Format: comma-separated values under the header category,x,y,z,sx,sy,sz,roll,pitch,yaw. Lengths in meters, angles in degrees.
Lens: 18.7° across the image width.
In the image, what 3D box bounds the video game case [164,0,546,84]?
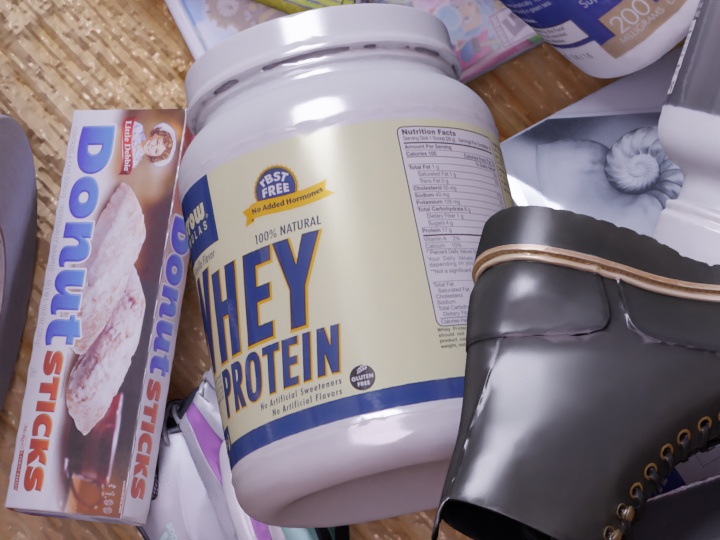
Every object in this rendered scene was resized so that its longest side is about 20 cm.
category,x,y,z,sx,sy,sz,roll,pitch,yaw
video game case,-0.014,-0.170,1.072,0.182,0.022,0.200,-27,90,8

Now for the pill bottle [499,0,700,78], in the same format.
category,x,y,z,sx,sy,sz,roll,pitch,yaw
pill bottle,0.071,-0.185,0.971,0.200,0.111,0.111,37,98,-22

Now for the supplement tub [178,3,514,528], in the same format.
category,x,y,z,sx,sy,sz,roll,pitch,yaw
supplement tub,0.000,0.000,0.954,0.145,0.145,0.200,-14,74,8

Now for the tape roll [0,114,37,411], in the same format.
category,x,y,z,sx,sy,sz,roll,pitch,yaw
tape roll,-0.213,0.020,1.019,0.066,0.200,0.201,11,95,8

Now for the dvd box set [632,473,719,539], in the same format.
category,x,y,z,sx,sy,sz,roll,pitch,yaw
dvd box set,0.165,0.131,0.964,0.146,0.200,0.029,-17,65,-11

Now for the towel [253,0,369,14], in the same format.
category,x,y,z,sx,sy,sz,roll,pitch,yaw
towel,-0.066,-0.211,1.046,0.200,0.023,0.144,21,103,12

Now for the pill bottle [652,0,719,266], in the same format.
category,x,y,z,sx,sy,sz,roll,pitch,yaw
pill bottle,0.191,-0.084,0.922,0.110,0.111,0.200,19,93,6

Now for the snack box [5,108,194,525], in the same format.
category,x,y,z,sx,sy,sz,roll,pitch,yaw
snack box,-0.122,0.021,1.059,0.072,0.024,0.200,1,77,32

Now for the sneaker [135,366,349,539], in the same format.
category,x,y,z,sx,sy,sz,roll,pitch,yaw
sneaker,-0.078,0.069,1.068,0.140,0.078,0.201,0,84,15

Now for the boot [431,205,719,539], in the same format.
category,x,y,z,sx,sy,sz,roll,pitch,yaw
boot,0.130,0.068,0.857,0.200,0.078,0.139,14,63,4

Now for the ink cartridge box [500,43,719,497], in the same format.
category,x,y,z,sx,sy,sz,roll,pitch,yaw
ink cartridge box,0.135,0.010,0.994,0.200,0.041,0.200,-30,64,-6
